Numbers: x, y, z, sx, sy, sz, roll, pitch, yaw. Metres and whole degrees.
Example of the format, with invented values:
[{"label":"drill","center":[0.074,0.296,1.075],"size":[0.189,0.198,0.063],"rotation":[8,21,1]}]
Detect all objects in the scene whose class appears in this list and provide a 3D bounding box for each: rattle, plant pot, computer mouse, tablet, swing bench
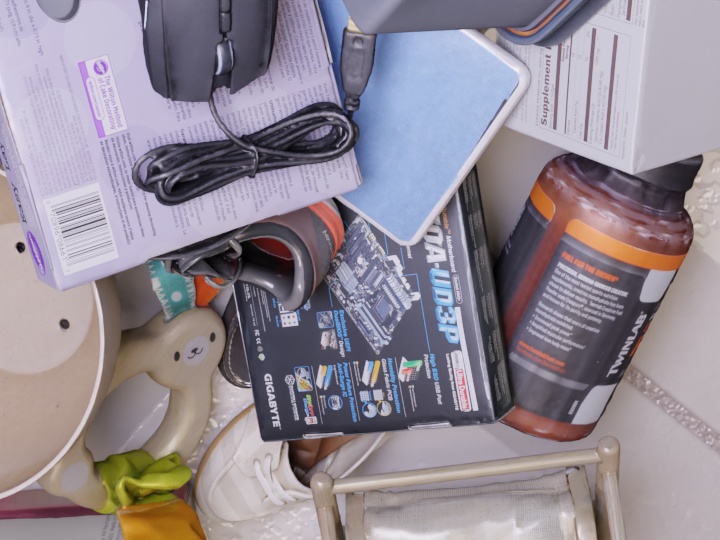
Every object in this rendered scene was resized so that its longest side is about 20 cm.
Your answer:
[{"label":"rattle","center":[-0.108,0.080,1.166],"size":[0.130,0.143,0.200],"rotation":[33,92,-34]},{"label":"plant pot","center":[-0.224,0.025,1.098],"size":[0.199,0.134,0.201],"rotation":[2,98,11]},{"label":"computer mouse","center":[-0.049,-0.130,0.937],"size":[0.140,0.046,0.201],"rotation":[-13,118,-25]},{"label":"tablet","center":[-0.017,-0.118,1.047],"size":[0.200,0.014,0.130],"rotation":[37,115,4]},{"label":"swing bench","center":[0.077,0.207,1.232],"size":[0.198,0.200,0.130],"rotation":[-6,69,1]}]

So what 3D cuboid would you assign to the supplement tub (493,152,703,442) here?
[{"label":"supplement tub","center":[0.141,0.001,1.171],"size":[0.107,0.107,0.201],"rotation":[21,112,-9]}]

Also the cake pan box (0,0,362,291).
[{"label":"cake pan box","center":[-0.107,-0.104,0.989],"size":[0.184,0.052,0.201],"rotation":[-21,105,-19]}]

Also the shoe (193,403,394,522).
[{"label":"shoe","center":[-0.033,0.110,1.244],"size":[0.200,0.053,0.070],"rotation":[-37,110,13]}]

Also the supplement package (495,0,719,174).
[{"label":"supplement package","center":[0.184,-0.159,1.048],"size":[0.199,0.111,0.156],"rotation":[-16,120,-38]}]

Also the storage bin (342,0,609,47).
[{"label":"storage bin","center":[0.030,-0.208,0.950],"size":[0.146,0.134,0.201],"rotation":[-41,69,49]}]

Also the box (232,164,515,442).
[{"label":"box","center":[0.000,0.000,1.138],"size":[0.158,0.046,0.201],"rotation":[-7,98,22]}]

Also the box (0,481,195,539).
[{"label":"box","center":[-0.209,0.226,1.262],"size":[0.199,0.109,0.128],"rotation":[-3,112,1]}]

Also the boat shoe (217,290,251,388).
[{"label":"boat shoe","center":[-0.031,0.005,1.198],"size":[0.067,0.057,0.200],"rotation":[35,108,-14]}]

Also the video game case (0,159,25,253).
[{"label":"video game case","center":[-0.259,-0.087,1.131],"size":[0.199,0.036,0.182],"rotation":[20,137,-8]}]

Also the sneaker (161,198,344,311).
[{"label":"sneaker","center":[-0.101,-0.041,1.060],"size":[0.199,0.082,0.077],"rotation":[25,133,-11]}]
